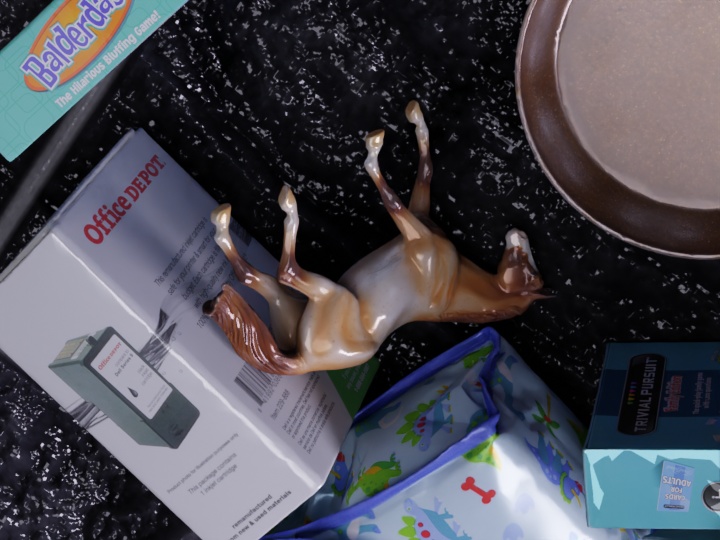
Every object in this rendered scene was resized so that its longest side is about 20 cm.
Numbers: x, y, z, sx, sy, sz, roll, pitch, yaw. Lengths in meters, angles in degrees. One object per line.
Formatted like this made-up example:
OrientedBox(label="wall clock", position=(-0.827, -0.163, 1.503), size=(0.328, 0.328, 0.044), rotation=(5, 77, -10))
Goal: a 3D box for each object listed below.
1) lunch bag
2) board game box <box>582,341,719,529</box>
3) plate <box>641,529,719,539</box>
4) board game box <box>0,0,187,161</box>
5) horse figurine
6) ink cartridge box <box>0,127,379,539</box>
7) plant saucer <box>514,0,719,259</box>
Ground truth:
OrientedBox(label="lunch bag", position=(0.048, 0.160, 1.141), size=(0.200, 0.128, 0.170), rotation=(-33, 112, 24))
OrientedBox(label="board game box", position=(0.224, 0.085, 1.063), size=(0.199, 0.151, 0.047), rotation=(-1, 109, 13))
OrientedBox(label="plate", position=(0.251, 0.145, 1.077), size=(0.199, 0.200, 0.026), rotation=(4, 83, 10))
OrientedBox(label="board game box", position=(-0.107, -0.147, 1.009), size=(0.152, 0.200, 0.045), rotation=(-38, 101, 23))
OrientedBox(label="horse figurine", position=(0.000, 0.000, 1.092), size=(0.199, 0.050, 0.133), rotation=(-30, 110, -24))
OrientedBox(label="ink cartridge box", position=(-0.099, 0.037, 1.115), size=(0.200, 0.146, 0.084), rotation=(45, 118, -8))
OrientedBox(label="plant saucer", position=(0.182, -0.105, 1.058), size=(0.199, 0.035, 0.201), rotation=(5, 114, 10))
